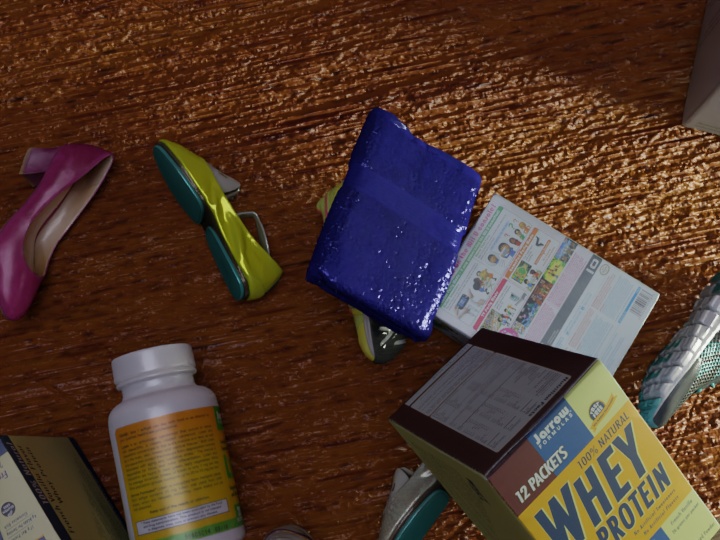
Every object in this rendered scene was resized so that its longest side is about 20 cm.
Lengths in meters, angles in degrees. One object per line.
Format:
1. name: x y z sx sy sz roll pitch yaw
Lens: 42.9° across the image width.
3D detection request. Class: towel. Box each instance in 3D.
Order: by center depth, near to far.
1. towel: 0.034 -0.044 0.911 0.147 0.049 0.201 30 63 -21

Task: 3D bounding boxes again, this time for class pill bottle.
1. pill bottle: -0.188 0.180 0.911 0.110 0.111 0.201 -14 80 -1

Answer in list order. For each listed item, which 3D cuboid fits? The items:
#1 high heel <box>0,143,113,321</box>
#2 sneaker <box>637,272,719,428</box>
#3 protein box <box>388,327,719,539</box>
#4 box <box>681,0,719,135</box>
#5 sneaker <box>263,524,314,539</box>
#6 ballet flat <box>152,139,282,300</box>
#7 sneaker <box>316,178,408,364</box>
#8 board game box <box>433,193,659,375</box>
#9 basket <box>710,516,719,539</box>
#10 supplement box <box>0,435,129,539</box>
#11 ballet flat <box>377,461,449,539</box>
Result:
1. high heel: -0.325 -0.043 0.979 0.095 0.067 0.201 2 66 12
2. sneaker: 0.366 0.089 0.939 0.091 0.078 0.200 38 84 3
3. protein box: 0.164 0.178 0.819 0.135 0.200 0.199 -42 106 -12
4. box: 0.467 -0.231 0.930 0.198 0.200 0.172 16 78 3
5. sneaker: -0.028 0.337 0.889 0.075 0.090 0.200 -44 81 -6
6. ballet flat: -0.149 -0.061 0.987 0.067 0.067 0.201 -28 82 -26
7. sneaker: 0.000 0.000 0.964 0.090 0.078 0.202 -15 79 41
8. board game box: 0.182 0.037 0.955 0.199 0.064 0.148 33 81 6
9. basket: 0.321 0.318 0.831 0.199 0.123 0.136 -20 77 -39
10. supplement box: -0.305 0.273 0.851 0.134 0.200 0.201 -35 81 -5
11. ballet flat: 0.072 0.207 0.936 0.062 0.068 0.200 35 77 34
